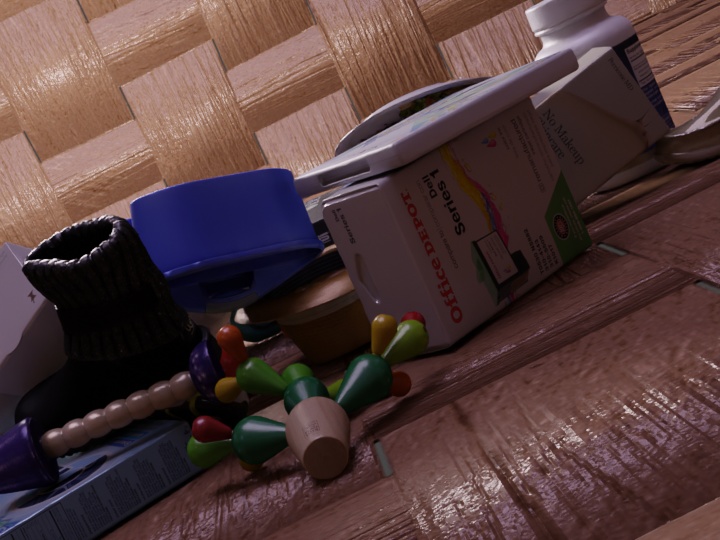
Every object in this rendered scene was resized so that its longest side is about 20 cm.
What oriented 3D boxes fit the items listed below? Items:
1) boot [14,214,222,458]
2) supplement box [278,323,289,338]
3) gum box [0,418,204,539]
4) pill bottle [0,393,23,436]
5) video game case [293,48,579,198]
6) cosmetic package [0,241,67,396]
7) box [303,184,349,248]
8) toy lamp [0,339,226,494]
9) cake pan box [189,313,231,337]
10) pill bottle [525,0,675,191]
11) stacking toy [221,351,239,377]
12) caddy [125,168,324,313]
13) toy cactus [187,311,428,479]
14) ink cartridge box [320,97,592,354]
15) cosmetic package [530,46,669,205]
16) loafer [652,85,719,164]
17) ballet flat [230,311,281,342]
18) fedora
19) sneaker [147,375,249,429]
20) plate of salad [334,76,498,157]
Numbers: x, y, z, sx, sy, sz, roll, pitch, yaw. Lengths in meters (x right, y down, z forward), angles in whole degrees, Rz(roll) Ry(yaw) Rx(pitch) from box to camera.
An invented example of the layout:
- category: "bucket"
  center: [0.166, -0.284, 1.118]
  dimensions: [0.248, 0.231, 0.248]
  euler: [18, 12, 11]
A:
- category: "boot"
  center: [-0.234, 0.054, 1.080]
  dimensions: [0.209, 0.158, 0.080]
  euler: [-29, 34, 14]
- category: "supplement box"
  center: [0.000, 0.000, 1.407]
  dimensions: [0.199, 0.069, 0.066]
  euler: [-31, 12, -21]
- category: "gum box"
  center: [-0.242, 0.187, 1.074]
  dimensions: [0.199, 0.045, 0.169]
  euler: [-30, 10, -27]
- category: "pill bottle"
  center: [-0.359, 0.124, 1.214]
  dimensions: [0.114, 0.200, 0.114]
  euler: [-43, -5, -4]
- category: "video game case"
  center: [0.061, -0.123, 1.123]
  dimensions: [0.199, 0.022, 0.182]
  euler: [-30, 9, -28]
- category: "cosmetic package"
  center: [-0.261, 0.056, 1.212]
  dimensions: [0.108, 0.085, 0.199]
  euler: [-51, -32, 11]
- category: "box"
  center: [0.021, -0.076, 1.428]
  dimensions: [0.198, 0.048, 0.193]
  euler: [-23, 8, 6]
- category: "toy lamp"
  center: [-0.200, 0.119, 1.034]
  dimensions: [0.198, 0.059, 0.058]
  euler: [-24, 9, 1]
- category: "cake pan box"
  center: [-0.181, 0.014, 1.448]
  dimensions: [0.200, 0.052, 0.184]
  euler: [-49, -22, 17]
- category: "pill bottle"
  center: [0.247, -0.194, 1.379]
  dimensions: [0.110, 0.202, 0.111]
  euler: [-25, 8, 4]
- category: "stacking toy"
  center: [-0.174, 0.100, 1.311]
  dimensions: [0.085, 0.086, 0.199]
  euler: [-31, 15, -31]
- category: "caddy"
  center: [-0.128, -0.015, 1.173]
  dimensions: [0.198, 0.106, 0.141]
  euler: [-13, -8, -32]
- category: "toy cactus"
  center: [-0.034, 0.090, 0.940]
  dimensions: [0.198, 0.103, 0.165]
  euler: [-18, 18, -4]
- category: "ink cartridge box"
  center: [0.084, -0.038, 1.113]
  dimensions: [0.199, 0.146, 0.084]
  euler: [-32, 11, -36]
- category: "cosmetic package"
  center: [0.185, -0.113, 1.281]
  dimensions: [0.199, 0.104, 0.073]
  euler: [-40, 9, 3]
- category: "loafer"
  center: [0.370, -0.165, 1.290]
  dimensions: [0.198, 0.069, 0.076]
  euler: [-26, 9, 1]
- category: "ballet flat"
  center: [-0.073, 0.022, 1.506]
  dimensions: [0.199, 0.068, 0.070]
  euler: [-30, -5, -37]
- category: "fedora"
  center: [-0.022, 0.031, 1.230]
  dimensions: [0.199, 0.083, 0.201]
  euler: [-24, 11, 5]
- category: "sneaker"
  center: [-0.155, 0.099, 1.162]
  dimensions: [0.075, 0.077, 0.199]
  euler: [21, -14, -28]
- category: "plate of salad"
  center: [0.070, -0.138, 1.328]
  dimensions: [0.198, 0.049, 0.200]
  euler: [-20, -11, -4]
